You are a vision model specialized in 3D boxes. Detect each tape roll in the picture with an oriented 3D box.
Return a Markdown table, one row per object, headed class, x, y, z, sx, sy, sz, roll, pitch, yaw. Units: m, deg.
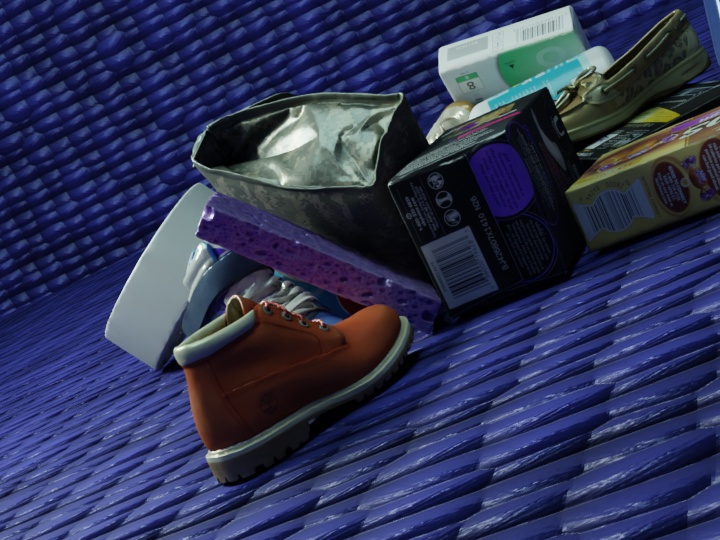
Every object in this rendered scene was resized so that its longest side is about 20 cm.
| class | x | y | z | sx | sy | sz | roll | pitch | yaw |
| --- | --- | --- | --- | --- | --- | --- | --- | --- | --- |
| tape roll | -0.199 | 0.006 | 1.578 | 0.204 | 0.070 | 0.202 | -60 | -1 | -1 |

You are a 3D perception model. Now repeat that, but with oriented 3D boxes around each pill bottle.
| class | x | y | z | sx | sy | sz | roll | pitch | yaw |
| --- | --- | --- | --- | --- | --- | --- | --- | --- | --- |
| pill bottle | 0.190 | -0.147 | 1.514 | 0.198 | 0.112 | 0.111 | -25 | 8 | 8 |

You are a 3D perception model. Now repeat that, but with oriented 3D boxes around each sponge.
| class | x | y | z | sx | sy | sz | roll | pitch | yaw |
| --- | --- | --- | --- | --- | --- | --- | --- | --- | --- |
| sponge | -0.033 | -0.008 | 1.143 | 0.112 | 0.198 | 0.030 | -107 | 41 | -81 |

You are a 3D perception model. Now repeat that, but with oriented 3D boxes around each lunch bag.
| class | x | y | z | sx | sy | sz | roll | pitch | yaw |
| --- | --- | --- | --- | --- | --- | --- | --- | --- | --- |
| lunch bag | -0.033 | -0.069 | 1.252 | 0.197 | 0.164 | 0.119 | 3 | 59 | 28 |

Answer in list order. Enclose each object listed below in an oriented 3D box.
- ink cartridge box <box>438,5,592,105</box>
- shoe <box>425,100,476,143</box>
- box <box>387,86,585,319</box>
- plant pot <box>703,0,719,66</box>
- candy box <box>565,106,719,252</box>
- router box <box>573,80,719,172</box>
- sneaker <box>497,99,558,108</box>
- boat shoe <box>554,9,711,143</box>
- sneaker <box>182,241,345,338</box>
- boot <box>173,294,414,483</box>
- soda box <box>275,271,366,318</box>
| class | x | y | z | sx | sy | sz | roll | pitch | yaw |
| --- | --- | --- | --- | --- | --- | --- | --- | --- | --- |
| ink cartridge box | 0.197 | -0.192 | 1.613 | 0.159 | 0.201 | 0.051 | -15 | 45 | 22 |
| shoe | 0.100 | -0.127 | 1.644 | 0.054 | 0.070 | 0.200 | -53 | -3 | -25 |
| box | 0.114 | -0.060 | 1.161 | 0.105 | 0.124 | 0.200 | -22 | 8 | 22 |
| plant pot | 0.376 | -0.249 | 1.125 | 0.198 | 0.203 | 0.179 | 1 | -17 | -35 |
| candy box | 0.265 | -0.085 | 1.085 | 0.198 | 0.057 | 0.117 | -23 | 8 | 31 |
| router box | 0.260 | -0.114 | 1.289 | 0.156 | 0.053 | 0.200 | -28 | 8 | -5 |
| sneaker | 0.174 | -0.133 | 1.397 | 0.200 | 0.104 | 0.060 | -48 | 39 | 11 |
| boat shoe | 0.232 | -0.171 | 1.322 | 0.199 | 0.063 | 0.073 | -31 | 10 | -21 |
| sneaker | -0.087 | 0.021 | 1.193 | 0.080 | 0.148 | 0.199 | -30 | 8 | -28 |
| boot | -0.044 | 0.054 | 1.011 | 0.199 | 0.108 | 0.075 | -31 | 8 | -41 |
| soda box | 0.000 | 0.000 | 1.354 | 0.198 | 0.065 | 0.068 | -26 | 8 | 7 |
